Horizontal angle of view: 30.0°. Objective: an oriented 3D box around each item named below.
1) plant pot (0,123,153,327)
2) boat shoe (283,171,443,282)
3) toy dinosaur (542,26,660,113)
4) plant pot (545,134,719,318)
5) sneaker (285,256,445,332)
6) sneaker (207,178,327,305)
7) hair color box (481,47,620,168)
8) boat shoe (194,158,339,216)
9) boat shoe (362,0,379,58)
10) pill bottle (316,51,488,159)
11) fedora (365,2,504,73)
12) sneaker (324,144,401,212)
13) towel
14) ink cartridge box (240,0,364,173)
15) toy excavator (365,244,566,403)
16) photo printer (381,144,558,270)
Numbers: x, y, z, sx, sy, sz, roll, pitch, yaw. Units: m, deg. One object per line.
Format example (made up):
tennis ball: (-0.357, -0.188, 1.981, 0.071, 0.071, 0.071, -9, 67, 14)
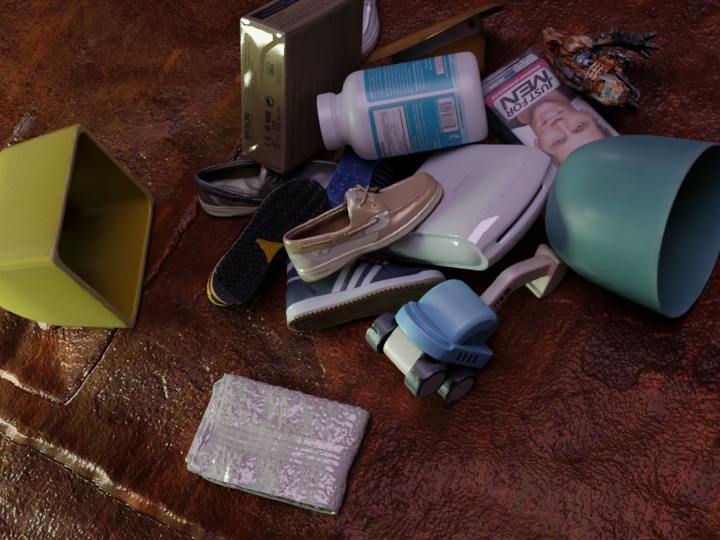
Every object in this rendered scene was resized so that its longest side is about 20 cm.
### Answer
plant pot: (-0.404, -0.041, 1.696, 0.200, 0.194, 0.196, -8, 60, 20)
boat shoe: (0.000, -0.063, 1.573, 0.200, 0.069, 0.074, -32, 29, 4)
toy dinosaur: (0.288, -0.261, 1.658, 0.135, 0.102, 0.200, -1, 52, -28)
plant pot: (0.309, -0.065, 1.530, 0.161, 0.201, 0.201, 19, 68, 32)
sneaker: (0.000, 0.000, 1.637, 0.200, 0.070, 0.109, -14, 61, 9)
sneaker: (-0.125, -0.037, 1.679, 0.070, 0.090, 0.200, 43, 71, -11)
hair color box: (0.238, -0.178, 1.682, 0.100, 0.061, 0.200, -35, 60, -6)
boat shoe: (-0.117, -0.113, 1.728, 0.200, 0.066, 0.072, -5, 60, 11)
boat shoe: (-0.008, -0.385, 1.849, 0.072, 0.069, 0.200, 1, 62, 14)
pill bottle: (0.051, -0.197, 1.641, 0.200, 0.111, 0.111, -9, 60, 5)
fedora: (0.106, -0.279, 1.734, 0.200, 0.201, 0.082, -22, 98, 1)
sneaker: (0.004, -0.117, 1.704, 0.070, 0.078, 0.200, 20, 45, 13)
towel: (-0.098, 0.200, 1.572, 0.200, 0.034, 0.133, 11, 66, 19)
ink cartridge box: (-0.073, -0.247, 1.687, 0.075, 0.200, 0.165, 24, 41, 26)
toy excavator: (0.135, 0.048, 1.551, 0.200, 0.194, 0.100, -51, 59, 16)
photo printer: (0.130, -0.077, 1.593, 0.166, 0.069, 0.200, -50, 31, -21)
